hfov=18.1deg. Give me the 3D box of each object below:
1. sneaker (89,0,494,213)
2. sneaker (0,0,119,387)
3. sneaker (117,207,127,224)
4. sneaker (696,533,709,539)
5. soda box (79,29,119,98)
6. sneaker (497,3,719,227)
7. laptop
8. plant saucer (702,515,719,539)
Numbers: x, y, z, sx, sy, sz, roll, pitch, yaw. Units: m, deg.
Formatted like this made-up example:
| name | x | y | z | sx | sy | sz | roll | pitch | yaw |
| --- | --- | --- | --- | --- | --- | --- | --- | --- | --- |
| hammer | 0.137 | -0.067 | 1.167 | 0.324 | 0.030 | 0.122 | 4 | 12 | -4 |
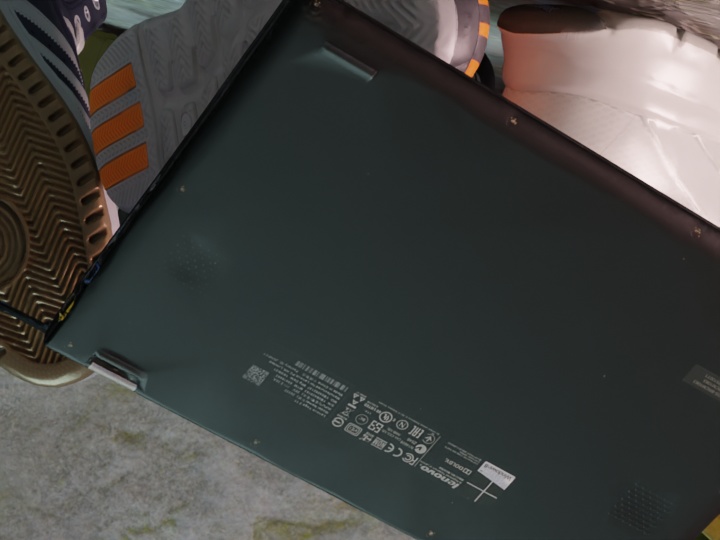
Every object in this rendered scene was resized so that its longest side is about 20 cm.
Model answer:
| name | x | y | z | sx | sy | sz | roll | pitch | yaw |
| --- | --- | --- | --- | --- | --- | --- | --- | --- | --- |
| sneaker | 0.004 | -0.064 | 0.682 | 0.112 | 0.078 | 0.200 | -6 | 178 | -30 |
| sneaker | -0.119 | -0.053 | 0.800 | 0.070 | 0.200 | 0.108 | -28 | 169 | 14 |
| sneaker | -0.064 | -0.002 | 1.139 | 0.200 | 0.074 | 0.079 | 35 | -151 | -56 |
| sneaker | 0.090 | 0.123 | 0.997 | 0.200 | 0.090 | 0.067 | 26 | 149 | -32 |
| soda box | -0.109 | -0.081 | 1.258 | 0.064 | 0.068 | 0.200 | 17 | 179 | 17 |
| sneaker | 0.112 | -0.017 | 0.691 | 0.200 | 0.087 | 0.074 | 17 | 178 | -32 |
| laptop | 0.008 | 0.013 | 0.659 | 0.187 | 0.200 | 0.116 | 29 | -151 | -18 |
| plant saucer | 0.220 | 0.132 | 0.949 | 0.200 | 0.048 | 0.200 | 43 | -171 | 34 |
